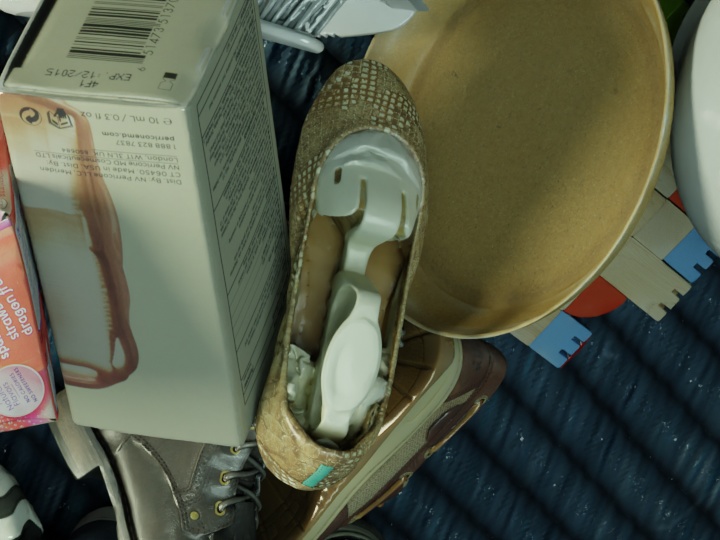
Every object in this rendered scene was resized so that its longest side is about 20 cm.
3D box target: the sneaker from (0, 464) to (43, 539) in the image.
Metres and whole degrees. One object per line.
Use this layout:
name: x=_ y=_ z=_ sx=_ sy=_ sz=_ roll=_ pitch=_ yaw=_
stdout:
sneaker: x=-0.235 y=0.170 z=1.206 sx=0.080 sy=0.074 sz=0.200 roll=41 pitch=106 yaw=14

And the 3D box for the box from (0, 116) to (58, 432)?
box: x=-0.193 y=-0.012 z=1.075 sx=0.094 sy=0.200 sz=0.103 roll=-11 pitch=116 yaw=-6

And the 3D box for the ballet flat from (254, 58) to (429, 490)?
ballet flat: x=0.000 y=0.000 z=1.094 sx=0.070 sy=0.065 sz=0.201 roll=9 pitch=82 yaw=-18

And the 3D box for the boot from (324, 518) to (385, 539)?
boot: x=-0.051 y=0.236 z=1.243 sx=0.073 sy=0.154 sz=0.204 roll=35 pitch=105 yaw=-24

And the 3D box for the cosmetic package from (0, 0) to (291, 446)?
cosmetic package: x=-0.089 y=-0.029 z=1.066 sx=0.087 sy=0.104 sz=0.201 roll=6 pitch=133 yaw=13

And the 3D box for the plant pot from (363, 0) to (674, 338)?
plant pot: x=0.070 y=-0.065 z=1.119 sx=0.027 sy=0.200 sz=0.200 roll=15 pitch=113 yaw=-44

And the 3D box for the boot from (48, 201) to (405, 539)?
boot: x=-0.047 y=0.077 z=1.176 sx=0.174 sy=0.069 sz=0.200 roll=-39 pitch=75 yaw=11

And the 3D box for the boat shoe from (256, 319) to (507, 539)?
boat shoe: x=-0.003 y=0.099 z=1.234 sx=0.072 sy=0.072 sz=0.200 roll=19 pitch=123 yaw=-42

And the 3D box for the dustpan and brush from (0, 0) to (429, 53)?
dustpan and brush: x=-0.081 y=-0.127 z=1.110 sx=0.199 sy=0.140 sz=0.057 roll=15 pitch=89 yaw=13

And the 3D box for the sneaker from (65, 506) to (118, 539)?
sneaker: x=-0.151 y=0.232 z=1.207 sx=0.077 sy=0.146 sz=0.203 roll=8 pitch=101 yaw=6

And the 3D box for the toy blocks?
toy blocks: x=0.120 y=-0.032 z=1.200 sx=0.200 sy=0.100 sz=0.137 roll=-47 pitch=126 yaw=10

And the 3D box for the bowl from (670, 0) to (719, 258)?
bowl: x=0.201 y=-0.083 z=1.105 sx=0.201 sy=0.090 sz=0.202 roll=-27 pitch=130 yaw=-37
